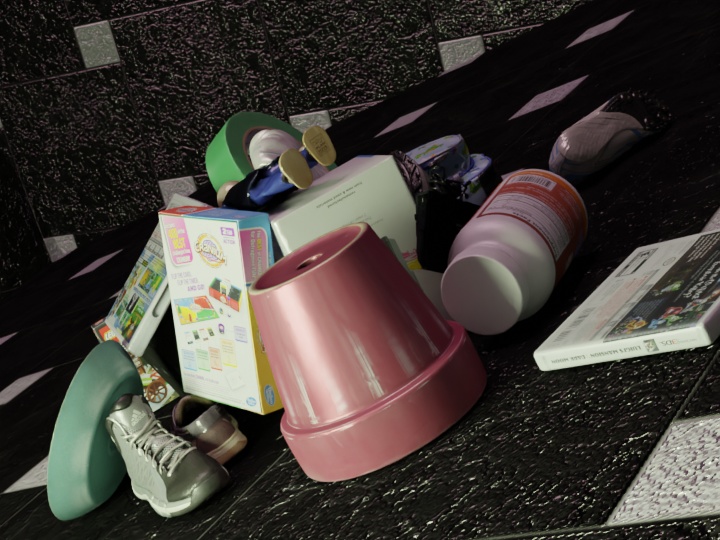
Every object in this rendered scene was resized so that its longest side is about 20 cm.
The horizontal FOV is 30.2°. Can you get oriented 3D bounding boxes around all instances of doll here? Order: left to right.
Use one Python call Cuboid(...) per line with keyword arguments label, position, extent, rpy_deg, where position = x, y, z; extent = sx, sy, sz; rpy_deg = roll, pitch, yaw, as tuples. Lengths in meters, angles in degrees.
Cuboid(label="doll", position=(-0.096, -0.095, 1.422), extent=(0.137, 0.049, 0.199), rpy_deg=(-47, 13, -31))

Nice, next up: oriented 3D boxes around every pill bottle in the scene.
Cuboid(label="pill bottle", position=(0.154, -0.017, 1.353), extent=(0.111, 0.113, 0.200), rpy_deg=(-20, 15, 33))

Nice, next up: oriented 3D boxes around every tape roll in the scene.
Cuboid(label="tape roll", position=(-0.096, -0.108, 1.651), extent=(0.048, 0.200, 0.201), rpy_deg=(-48, 2, 29))

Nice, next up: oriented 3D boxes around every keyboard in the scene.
Cuboid(label="keyboard", position=(0.089, -0.048, 1.386), extent=(0.039, 0.106, 0.200), rpy_deg=(2, -3, 23))

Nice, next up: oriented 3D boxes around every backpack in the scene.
Cuboid(label="backpack", position=(0.083, -0.075, 1.666), extent=(0.199, 0.148, 0.183), rpy_deg=(-32, 8, 6))

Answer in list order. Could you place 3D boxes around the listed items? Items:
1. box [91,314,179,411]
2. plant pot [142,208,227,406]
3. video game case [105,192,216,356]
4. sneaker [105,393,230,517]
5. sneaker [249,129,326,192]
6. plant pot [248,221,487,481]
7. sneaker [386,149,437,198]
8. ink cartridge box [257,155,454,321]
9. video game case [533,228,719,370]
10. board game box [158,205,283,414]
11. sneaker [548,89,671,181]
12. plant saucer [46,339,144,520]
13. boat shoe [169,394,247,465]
Cuboid(label="box", position=(-0.237, 0.082, 1.769), extent=(0.199, 0.138, 0.038), rpy_deg=(-32, 13, -12))
Cuboid(label="plant pot", position=(-0.184, 0.059, 1.649), extent=(0.178, 0.200, 0.200), rpy_deg=(-47, 17, -16))
Cuboid(label="video game case", position=(-0.234, 0.000, 1.555), extent=(0.184, 0.022, 0.200), rpy_deg=(-61, 19, -3))
Cuboid(label="sneaker", position=(-0.211, 0.181, 1.363), extent=(0.075, 0.116, 0.199), rpy_deg=(-35, 13, -28))
Cuboid(label="sneaker", position=(-0.048, -0.080, 1.545), extent=(0.071, 0.199, 0.081), rpy_deg=(-50, 19, 21))
Cuboid(label="plant pot", position=(-0.008, 0.065, 1.228), extent=(0.198, 0.181, 0.200), rpy_deg=(-27, 13, 7))
Cuboid(label="sneaker", position=(0.079, -0.054, 1.540), extent=(0.074, 0.201, 0.079), rpy_deg=(-44, -29, 20))
Cuboid(label="ink cartridge box", position=(0.000, 0.000, 1.418), extent=(0.145, 0.202, 0.147), rpy_deg=(-29, 12, -10))
Cuboid(label="video game case", position=(0.270, 0.019, 1.163), extent=(0.181, 0.024, 0.200), rpy_deg=(-16, 17, 48))
Cuboid(label="board game box", position=(-0.143, 0.038, 1.396), extent=(0.040, 0.203, 0.152), rpy_deg=(-16, 15, -38))
Cuboid(label="sneaker", position=(0.320, -0.174, 1.731), extent=(0.199, 0.072, 0.073), rpy_deg=(-27, -16, -27))
Cuboid(label="plant saucer", position=(-0.281, 0.178, 1.460), extent=(0.035, 0.203, 0.200), rpy_deg=(13, 24, 11))
Cuboid(label="boat shoe", position=(-0.175, 0.165, 1.466), extent=(0.071, 0.065, 0.200), rpy_deg=(-31, 12, -11))
